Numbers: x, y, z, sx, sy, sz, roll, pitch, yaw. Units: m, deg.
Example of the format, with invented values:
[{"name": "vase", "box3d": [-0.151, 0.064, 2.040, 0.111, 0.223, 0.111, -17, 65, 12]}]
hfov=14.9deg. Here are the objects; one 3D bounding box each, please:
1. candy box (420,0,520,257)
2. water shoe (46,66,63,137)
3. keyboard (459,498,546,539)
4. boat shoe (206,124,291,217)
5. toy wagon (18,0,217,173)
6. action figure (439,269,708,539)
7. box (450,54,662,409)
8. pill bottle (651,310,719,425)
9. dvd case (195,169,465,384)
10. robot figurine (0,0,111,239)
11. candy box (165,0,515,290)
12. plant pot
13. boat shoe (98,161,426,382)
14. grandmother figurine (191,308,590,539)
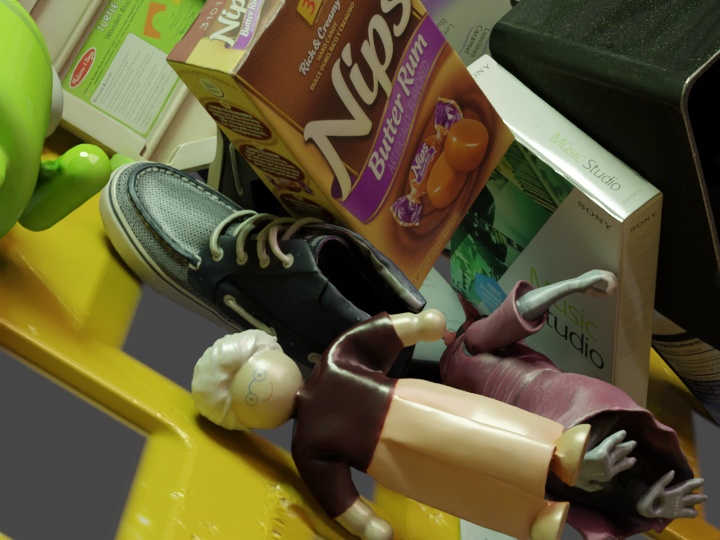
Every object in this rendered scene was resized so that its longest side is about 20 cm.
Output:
[{"name": "candy box", "box3d": [0.020, -0.121, 1.669, 0.199, 0.168, 0.072, 24, 20, -30]}, {"name": "water shoe", "box3d": [-0.254, -0.119, 1.472, 0.199, 0.072, 0.079, 33, 43, 6]}, {"name": "keyboard", "box3d": [0.077, 0.153, 1.440, 0.056, 0.011, 0.200, 25, 22, -10]}, {"name": "boat shoe", "box3d": [-0.044, -0.075, 1.509, 0.072, 0.201, 0.063, -30, 57, -28]}, {"name": "toy wagon", "box3d": [-0.142, -0.143, 1.562, 0.199, 0.156, 0.040, 32, -13, -7]}, {"name": "action figure", "box3d": [0.094, 0.083, 1.516, 0.148, 0.135, 0.200, -30, 41, -20]}, {"name": "box", "box3d": [0.109, -0.012, 1.594, 0.036, 0.201, 0.144, -34, 56, -24]}, {"name": "pill bottle", "box3d": [0.227, 0.014, 1.741, 0.200, 0.111, 0.111, 47, 11, -35]}, {"name": "dvd case", "box3d": [0.000, 0.000, 1.640, 0.142, 0.018, 0.200, 9, 33, -50]}, {"name": "robot figurine", "box3d": [-0.211, -0.076, 1.347, 0.175, 0.116, 0.200, 38, 18, -17]}, {"name": "candy box", "box3d": [-0.007, -0.089, 1.450, 0.056, 0.117, 0.200, 15, -25, 43]}, {"name": "plant pot", "box3d": [0.190, -0.102, 1.586, 0.177, 0.201, 0.199, 21, 53, 38]}, {"name": "boat shoe", "box3d": [-0.048, -0.009, 1.455, 0.200, 0.093, 0.075, 38, 50, 9]}, {"name": "grandmother figurine", "box3d": [0.012, 0.075, 1.371, 0.199, 0.122, 0.061, 16, -16, 8]}]
